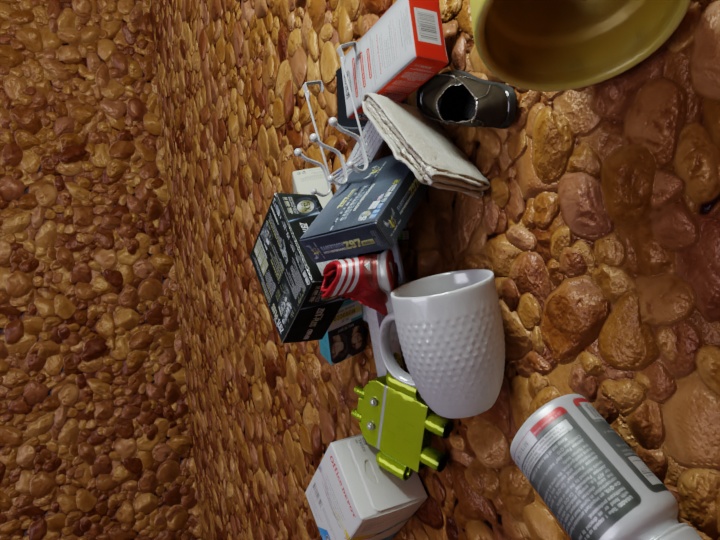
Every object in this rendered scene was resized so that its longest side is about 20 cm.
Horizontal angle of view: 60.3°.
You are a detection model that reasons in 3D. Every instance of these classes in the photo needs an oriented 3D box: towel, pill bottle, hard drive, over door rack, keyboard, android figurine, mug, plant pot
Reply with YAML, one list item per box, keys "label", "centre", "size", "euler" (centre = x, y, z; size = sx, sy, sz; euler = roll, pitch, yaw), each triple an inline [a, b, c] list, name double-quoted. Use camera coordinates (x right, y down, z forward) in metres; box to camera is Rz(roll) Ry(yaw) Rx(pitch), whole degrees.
- label: "towel"
  centre: [0.091, -0.178, 0.884]
  size: [0.035, 0.131, 0.202]
  euler: [-55, 47, 30]
- label: "pill bottle"
  centre: [0.264, 0.246, 0.673]
  size: [0.201, 0.112, 0.116]
  euler: [54, 140, 42]
- label: "hard drive"
  centre: [0.013, -0.309, 1.091]
  size: [0.199, 0.042, 0.138]
  euler: [18, 111, 59]
- label: "over door rack"
  centre: [-0.053, -0.234, 0.981]
  size: [0.147, 0.065, 0.205]
  euler: [-18, 76, 59]
- label: "keyboard"
  centre: [-0.004, -0.191, 1.100]
  size: [0.057, 0.010, 0.201]
  euler: [65, 147, 21]
- label: "android figurine"
  centre: [0.064, 0.258, 1.057]
  size: [0.197, 0.041, 0.186]
  euler: [21, 112, 36]
- label: "mug"
  centre: [0.109, 0.106, 0.877]
  size: [0.197, 0.147, 0.179]
  euler: [-7, 100, 38]
- label: "plant pot"
  centre: [0.202, -0.317, 0.608]
  size: [0.200, 0.197, 0.193]
  euler: [141, 133, -57]

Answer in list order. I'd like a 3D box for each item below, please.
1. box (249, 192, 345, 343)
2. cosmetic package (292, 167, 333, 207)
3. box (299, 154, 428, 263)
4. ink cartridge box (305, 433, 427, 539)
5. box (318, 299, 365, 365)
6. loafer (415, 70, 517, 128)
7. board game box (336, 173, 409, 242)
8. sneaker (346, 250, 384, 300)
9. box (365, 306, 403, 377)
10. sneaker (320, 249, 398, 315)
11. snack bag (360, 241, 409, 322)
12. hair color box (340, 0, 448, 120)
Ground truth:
- label: "box"
  centre: [-0.106, -0.005, 1.079]
  size: [0.165, 0.085, 0.202]
  euler: [-59, 45, 39]
- label: "cosmetic package"
  centre: [-0.083, -0.097, 1.231]
  size: [0.106, 0.069, 0.203]
  euler: [92, 165, -51]
- label: "box"
  centre: [0.016, -0.102, 0.944]
  size: [0.156, 0.201, 0.051]
  euler: [-11, 124, 42]
- label: "ink cartridge box"
  centre: [0.006, 0.416, 1.154]
  size: [0.149, 0.142, 0.202]
  euler: [62, 145, 33]
- label: "box"
  centre: [-0.042, 0.078, 1.189]
  size: [0.049, 0.081, 0.204]
  euler: [40, 143, 48]
- label: "loafer"
  centre: [0.130, -0.240, 0.860]
  size: [0.199, 0.070, 0.075]
  euler: [29, 121, 57]
- label: "board game box"
  centre: [0.018, -0.122, 1.129]
  size: [0.199, 0.034, 0.139]
  euler: [9, 104, 61]
- label: "sneaker"
  centre: [0.000, 0.000, 1.053]
  size: [0.085, 0.074, 0.202]
  euler: [62, 150, 33]
- label: "box"
  centre: [0.044, 0.126, 1.090]
  size: [0.041, 0.038, 0.204]
  euler: [20, 125, 57]
- label: "sneaker"
  centre: [0.000, 0.020, 0.957]
  size: [0.201, 0.113, 0.080]
  euler: [75, -165, -65]
- label: "snack bag"
  centre: [0.030, 0.014, 1.111]
  size: [0.188, 0.021, 0.204]
  euler: [20, 126, 59]
- label: "hair color box"
  centre: [0.044, -0.313, 0.931]
  size: [0.199, 0.060, 0.104]
  euler: [-21, 74, 58]
